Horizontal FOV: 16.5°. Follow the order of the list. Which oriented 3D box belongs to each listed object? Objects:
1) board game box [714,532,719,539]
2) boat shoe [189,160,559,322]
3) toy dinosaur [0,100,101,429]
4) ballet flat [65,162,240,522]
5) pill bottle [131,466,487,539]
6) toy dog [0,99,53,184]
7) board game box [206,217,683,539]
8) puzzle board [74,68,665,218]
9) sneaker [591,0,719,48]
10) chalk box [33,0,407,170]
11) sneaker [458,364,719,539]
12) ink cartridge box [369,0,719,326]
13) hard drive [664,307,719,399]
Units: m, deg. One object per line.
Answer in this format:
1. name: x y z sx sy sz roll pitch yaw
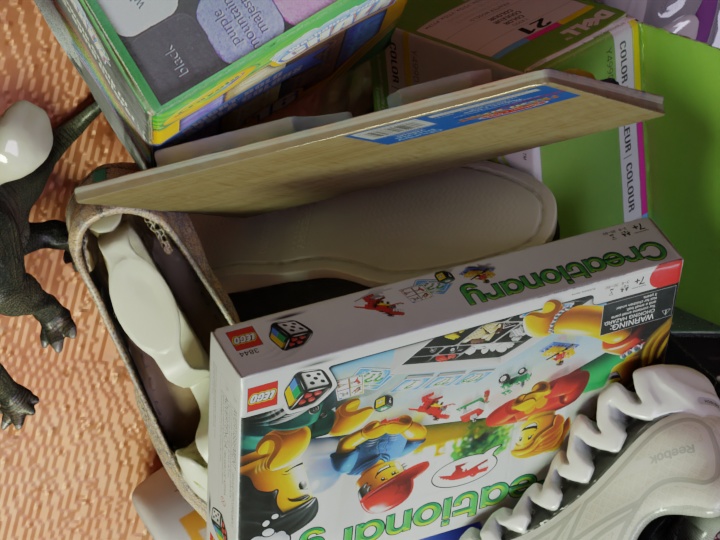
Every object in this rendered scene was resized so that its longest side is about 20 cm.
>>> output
1. board game box: 0.220 0.228 1.276 0.062 0.200 0.200 -33 129 -10
2. boat shoe: 0.000 0.000 1.098 0.200 0.074 0.060 -9 135 24
3. toy dinosaur: -0.172 0.005 1.065 0.200 0.077 0.102 -47 138 7
4. ballet flat: -0.070 0.049 1.061 0.068 0.067 0.200 -30 101 4
5. pill bottle: 0.003 0.098 1.172 0.200 0.112 0.112 -32 124 -7
6. toy dog: -0.217 -0.047 0.941 0.194 0.200 0.140 -21 121 -15
7. board game box: 0.034 0.056 1.040 0.200 0.035 0.126 -15 134 -20
8. puzzle board: 0.007 -0.052 0.997 0.200 0.151 0.017 -13 83 23
9. sneaker: 0.152 -0.151 1.148 0.140 0.078 0.200 -20 130 -18
10. chalk box: -0.059 -0.130 0.959 0.124 0.200 0.125 -31 87 -9
11. sneaker: 0.091 0.133 1.064 0.075 0.081 0.200 15 123 -43
12. ink cartridge box: 0.102 -0.035 1.094 0.076 0.200 0.148 -28 125 -33
13. hard drive: 0.191 0.039 1.179 0.140 0.200 0.038 1 116 -27
